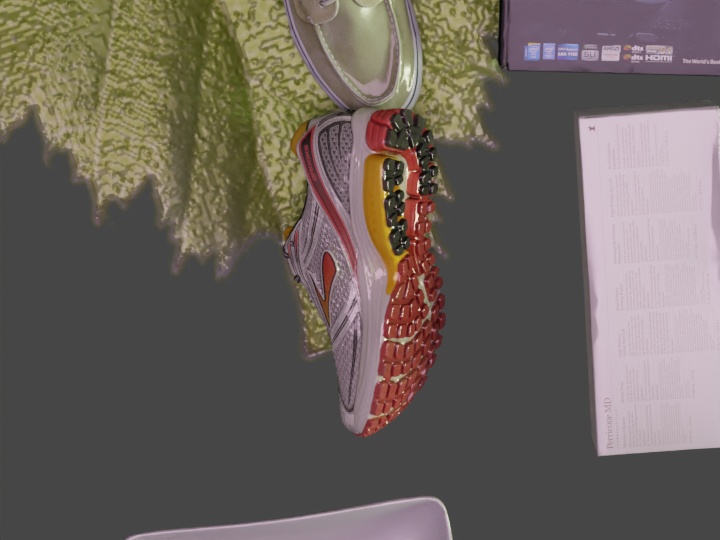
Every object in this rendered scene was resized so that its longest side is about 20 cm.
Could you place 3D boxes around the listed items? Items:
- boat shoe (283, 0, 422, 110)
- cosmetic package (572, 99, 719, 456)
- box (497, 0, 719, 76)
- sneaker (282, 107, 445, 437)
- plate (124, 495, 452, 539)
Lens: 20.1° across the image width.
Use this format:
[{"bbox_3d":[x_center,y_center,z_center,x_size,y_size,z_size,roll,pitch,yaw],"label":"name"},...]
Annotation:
[{"bbox_3d":[-0.018,-0.175,1.152,0.072,0.062,0.200,-20,101,5],"label":"boat shoe"},{"bbox_3d":[0.170,0.004,1.188,0.082,0.051,0.201,-4,101,0],"label":"cosmetic package"},{"bbox_3d":[0.180,-0.192,1.154,0.199,0.044,0.161,2,101,1],"label":"box"},{"bbox_3d":[0.000,0.000,1.190,0.082,0.078,0.201,8,109,29],"label":"sneaker"},{"bbox_3d":[-0.033,0.241,1.249,0.199,0.032,0.200,-8,100,3],"label":"plate"}]
